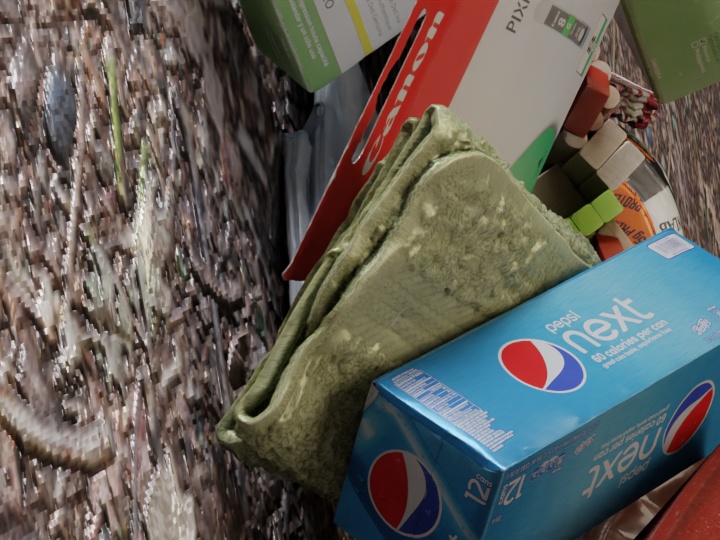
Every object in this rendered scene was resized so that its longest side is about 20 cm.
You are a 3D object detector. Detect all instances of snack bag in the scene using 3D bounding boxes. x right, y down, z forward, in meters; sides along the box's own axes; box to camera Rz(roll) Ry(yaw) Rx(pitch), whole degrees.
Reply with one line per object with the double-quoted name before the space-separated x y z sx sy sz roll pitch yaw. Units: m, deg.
"snack bag" 0.000 0.000 1.188 0.189 0.021 0.200 67 17 -49

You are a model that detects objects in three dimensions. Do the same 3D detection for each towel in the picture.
"towel" 0.026 0.029 1.045 0.149 0.036 0.200 -57 153 -2
"towel" 0.071 -0.108 1.336 0.023 0.144 0.200 -63 169 7

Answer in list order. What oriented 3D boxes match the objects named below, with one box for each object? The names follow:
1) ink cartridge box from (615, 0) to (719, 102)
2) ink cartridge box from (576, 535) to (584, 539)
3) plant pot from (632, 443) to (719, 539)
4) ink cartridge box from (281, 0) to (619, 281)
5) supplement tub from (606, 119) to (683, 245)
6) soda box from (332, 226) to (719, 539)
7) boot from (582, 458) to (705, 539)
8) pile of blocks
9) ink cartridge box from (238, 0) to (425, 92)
"ink cartridge box" 0.106 -0.191 1.281 0.200 0.048 0.146 -111 176 -48
"ink cartridge box" 0.089 0.190 1.272 0.200 0.043 0.197 58 37 -50
"plant pot" 0.158 0.180 1.068 0.176 0.200 0.200 -62 -177 -40
"ink cartridge box" 0.042 -0.056 1.063 0.161 0.050 0.200 -65 172 3
"supplement tub" 0.094 -0.013 1.324 0.200 0.122 0.123 -52 133 -82
"soda box" 0.080 0.052 1.048 0.200 0.064 0.068 -24 139 -46
"boot" 0.152 0.134 1.267 0.187 0.064 0.200 60 42 -46
"pile of blocks" 0.081 -0.054 1.181 0.062 0.082 0.201 136 -57 -69
"ink cartridge box" 0.026 -0.183 1.072 0.048 0.200 0.146 41 -19 43
